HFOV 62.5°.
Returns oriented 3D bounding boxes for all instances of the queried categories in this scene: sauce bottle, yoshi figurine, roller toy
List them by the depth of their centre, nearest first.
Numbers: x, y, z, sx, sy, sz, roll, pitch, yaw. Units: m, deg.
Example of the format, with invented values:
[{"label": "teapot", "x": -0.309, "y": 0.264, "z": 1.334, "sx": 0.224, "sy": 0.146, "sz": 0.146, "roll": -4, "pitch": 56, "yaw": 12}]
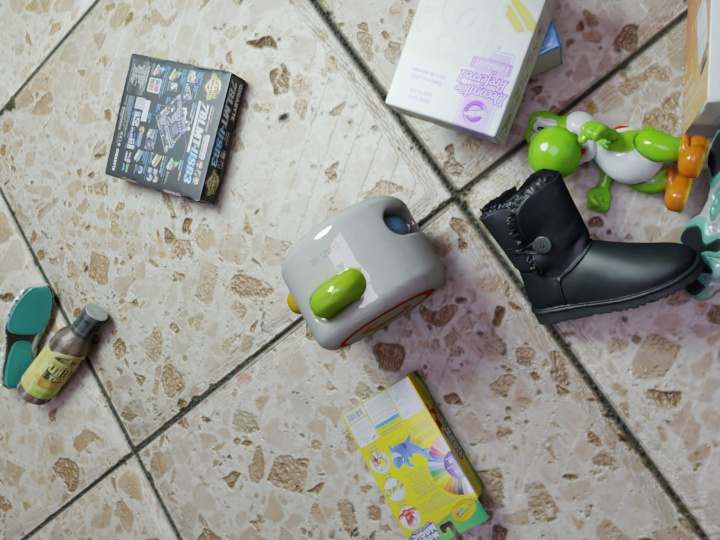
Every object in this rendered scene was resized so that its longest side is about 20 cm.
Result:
[{"label": "yoshi figurine", "x": 0.277, "y": -0.125, "z": 0.680, "sx": 0.199, "sy": 0.112, "sz": 0.113, "roll": 22, "pitch": 104, "yaw": 23}, {"label": "roller toy", "x": 0.000, "y": 0.000, "z": 0.744, "sx": 0.181, "sy": 0.200, "sz": 0.140, "roll": -27, "pitch": 78, "yaw": -18}, {"label": "sauce bottle", "x": -0.496, "y": 0.138, "z": 0.992, "sx": 0.065, "sy": 0.065, "sz": 0.200, "roll": 46, "pitch": 106, "yaw": 16}]

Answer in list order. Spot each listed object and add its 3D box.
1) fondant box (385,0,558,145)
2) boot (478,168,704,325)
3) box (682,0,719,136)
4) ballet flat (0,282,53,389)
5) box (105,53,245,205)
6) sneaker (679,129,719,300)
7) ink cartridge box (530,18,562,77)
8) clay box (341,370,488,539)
[{"label": "fondant box", "x": 0.132, "y": -0.267, "z": 0.692, "sx": 0.143, "sy": 0.058, "sz": 0.202, "roll": 23, "pitch": 101, "yaw": 21}, {"label": "boot", "x": 0.248, "y": -0.037, "z": 0.661, "sx": 0.199, "sy": 0.076, "sz": 0.169, "roll": -21, "pitch": 107, "yaw": 38}, {"label": "box", "x": 0.403, "y": -0.255, "z": 0.608, "sx": 0.105, "sy": 0.152, "sz": 0.202, "roll": 2, "pitch": 89, "yaw": 22}, {"label": "ballet flat", "x": -0.594, "y": 0.107, "z": 1.032, "sx": 0.071, "sy": 0.072, "sz": 0.202, "roll": 23, "pitch": 97, "yaw": 20}, {"label": "box", "x": -0.293, "y": -0.223, "z": 0.931, "sx": 0.197, "sy": 0.050, "sz": 0.202, "roll": 16, "pitch": 94, "yaw": 20}, {"label": "sneaker", "x": 0.435, "y": -0.057, "z": 0.636, "sx": 0.138, "sy": 0.078, "sz": 0.202, "roll": 0, "pitch": 119, "yaw": -8}, {"label": "ink cartridge box", "x": 0.166, "y": -0.337, "z": 0.745, "sx": 0.114, "sy": 0.068, "sz": 0.202, "roll": -19, "pitch": 83, "yaw": 20}, {"label": "clay box", "x": 0.074, "y": 0.250, "z": 0.780, "sx": 0.114, "sy": 0.048, "sz": 0.201, "roll": -33, "pitch": 79, "yaw": 17}]
